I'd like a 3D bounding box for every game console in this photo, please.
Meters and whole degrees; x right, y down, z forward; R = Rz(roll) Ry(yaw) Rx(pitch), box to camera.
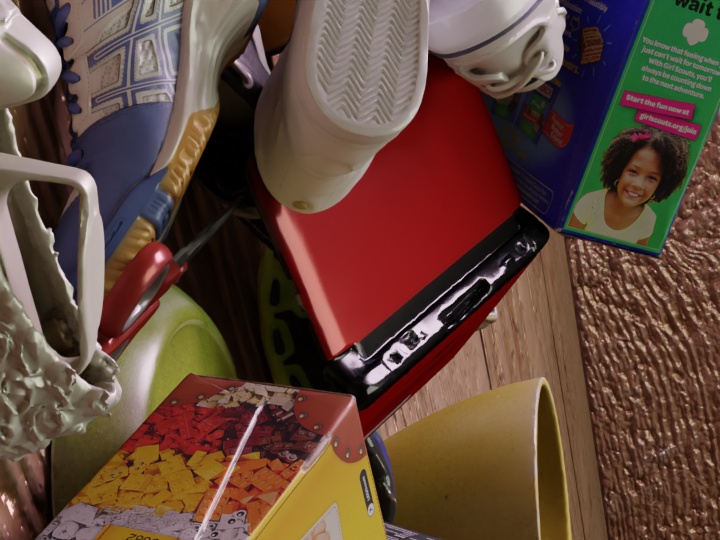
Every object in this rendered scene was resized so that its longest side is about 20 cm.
[{"bbox_3d":[0.000,0.000,0.796,0.200,0.119,0.173,-36,166,-49],"label":"game console"}]

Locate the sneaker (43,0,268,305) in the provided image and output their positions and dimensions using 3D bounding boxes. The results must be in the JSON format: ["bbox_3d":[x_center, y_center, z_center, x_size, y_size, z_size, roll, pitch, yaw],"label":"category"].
[{"bbox_3d":[-0.095,-0.079,0.612,0.075,0.087,0.202,137,-25,-68],"label":"sneaker"}]

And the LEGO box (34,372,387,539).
[{"bbox_3d":[-0.047,0.164,0.572,0.149,0.076,0.202,-48,134,-48],"label":"LEGO box"}]

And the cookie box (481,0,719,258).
[{"bbox_3d":[0.141,-0.135,0.888,0.171,0.075,0.202,50,-55,60],"label":"cookie box"}]

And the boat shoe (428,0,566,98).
[{"bbox_3d":[0.071,-0.118,0.768,0.066,0.071,0.200,64,10,-10],"label":"boat shoe"}]

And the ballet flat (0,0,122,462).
[{"bbox_3d":[-0.116,-0.037,0.477,0.072,0.071,0.202,-67,148,-66],"label":"ballet flat"}]

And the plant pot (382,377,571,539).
[{"bbox_3d":[0.059,0.176,1.005,0.200,0.140,0.202,-5,90,-78],"label":"plant pot"}]

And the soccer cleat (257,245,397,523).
[{"bbox_3d":[-0.027,0.062,0.900,0.084,0.064,0.202,-169,-113,-72],"label":"soccer cleat"}]

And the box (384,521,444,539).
[{"bbox_3d":[0.015,0.218,0.731,0.199,0.047,0.195,5,-75,59],"label":"box"}]

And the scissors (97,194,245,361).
[{"bbox_3d":[-0.083,0.008,0.617,0.073,0.014,0.200,-57,-178,12],"label":"scissors"}]

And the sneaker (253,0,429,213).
[{"bbox_3d":[-0.004,-0.125,0.677,0.116,0.073,0.202,131,-24,-63],"label":"sneaker"}]

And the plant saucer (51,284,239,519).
[{"bbox_3d":[-0.079,0.096,0.666,0.200,0.031,0.202,-6,90,-77],"label":"plant saucer"}]

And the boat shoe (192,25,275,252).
[{"bbox_3d":[-0.056,-0.061,0.745,0.201,0.073,0.061,67,21,-47],"label":"boat shoe"}]

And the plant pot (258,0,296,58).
[{"bbox_3d":[-0.005,-0.238,0.840,0.200,0.199,0.185,-48,116,-74],"label":"plant pot"}]

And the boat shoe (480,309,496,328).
[{"bbox_3d":[0.067,-0.010,1.268,0.200,0.068,0.075,63,24,-60],"label":"boat shoe"}]
